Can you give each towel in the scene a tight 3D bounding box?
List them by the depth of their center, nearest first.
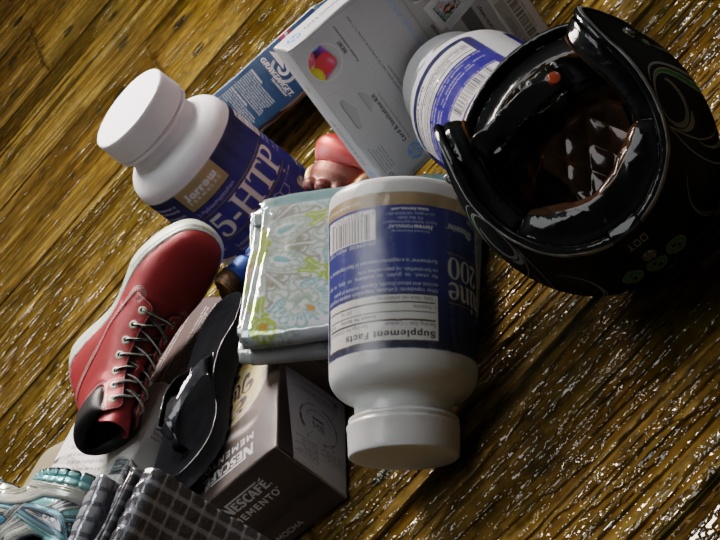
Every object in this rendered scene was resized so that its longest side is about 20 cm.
[{"bbox_3d":[-0.125,0.251,1.460,0.085,0.200,0.166,-14,45,50],"label":"towel"},{"bbox_3d":[0.000,0.000,1.667,0.199,0.048,0.172,-8,44,12],"label":"towel"}]

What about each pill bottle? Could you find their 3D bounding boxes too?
[{"bbox_3d":[0.031,0.041,1.524,0.111,0.111,0.201,-21,63,47],"label":"pill bottle"},{"bbox_3d":[0.107,-0.124,1.632,0.120,0.120,0.200,-50,25,3],"label":"pill bottle"},{"bbox_3d":[-0.142,-0.093,1.929,0.120,0.200,0.120,-39,29,26],"label":"pill bottle"}]

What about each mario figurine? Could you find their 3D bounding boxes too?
[{"bbox_3d":[-0.029,-0.030,1.804,0.200,0.123,0.106,-49,-15,-20],"label":"mario figurine"}]

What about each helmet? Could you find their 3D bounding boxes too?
[{"bbox_3d":[0.155,-0.080,1.429,0.200,0.200,0.191,-47,-14,10],"label":"helmet"}]

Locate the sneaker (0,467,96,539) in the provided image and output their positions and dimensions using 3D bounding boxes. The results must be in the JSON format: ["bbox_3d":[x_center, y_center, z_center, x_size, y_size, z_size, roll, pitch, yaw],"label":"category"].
[{"bbox_3d":[-0.289,0.222,1.720,0.200,0.077,0.087,-22,44,45],"label":"sneaker"}]

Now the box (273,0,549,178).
[{"bbox_3d":[0.049,-0.189,1.741,0.200,0.156,0.041,-43,23,-12],"label":"box"}]

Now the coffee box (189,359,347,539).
[{"bbox_3d":[-0.077,0.128,1.675,0.113,0.080,0.200,-39,28,23],"label":"coffee box"}]

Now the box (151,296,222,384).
[{"bbox_3d":[-0.164,0.085,1.887,0.200,0.075,0.100,-2,55,56],"label":"box"}]

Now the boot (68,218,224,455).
[{"bbox_3d":[-0.179,0.062,1.751,0.200,0.072,0.144,-51,25,21],"label":"boot"}]

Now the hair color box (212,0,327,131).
[{"bbox_3d":[-0.081,-0.195,2.083,0.200,0.061,0.100,-38,3,28],"label":"hair color box"}]

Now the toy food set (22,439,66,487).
[{"bbox_3d":[-0.288,0.238,1.927,0.200,0.060,0.143,-62,16,-23],"label":"toy food set"}]

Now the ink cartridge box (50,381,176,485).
[{"bbox_3d":[-0.217,0.205,1.803,0.145,0.084,0.201,-9,49,53],"label":"ink cartridge box"}]

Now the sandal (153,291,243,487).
[{"bbox_3d":[-0.136,0.097,1.670,0.076,0.043,0.201,-33,32,39],"label":"sandal"}]
